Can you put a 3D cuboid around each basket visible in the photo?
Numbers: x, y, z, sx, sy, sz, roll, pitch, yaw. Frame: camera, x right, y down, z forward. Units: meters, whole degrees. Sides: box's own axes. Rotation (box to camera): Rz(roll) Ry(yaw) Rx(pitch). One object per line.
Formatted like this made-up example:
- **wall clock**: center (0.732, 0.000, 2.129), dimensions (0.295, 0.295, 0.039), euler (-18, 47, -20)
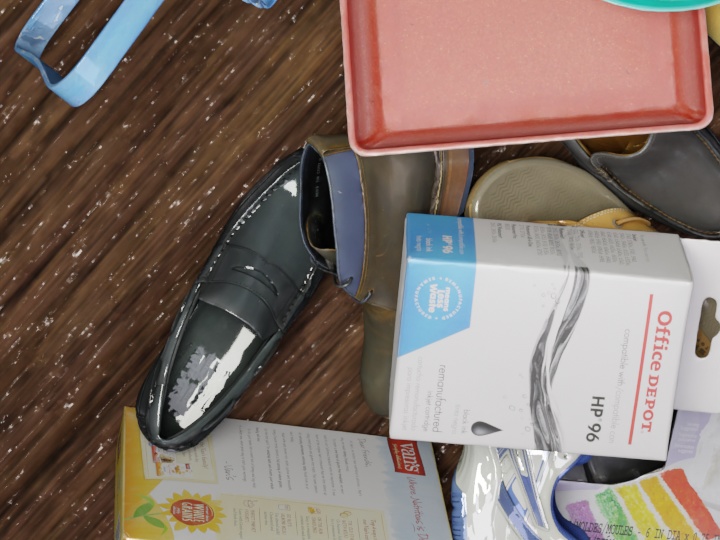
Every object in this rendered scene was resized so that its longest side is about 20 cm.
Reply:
- **basket**: center (-0.110, -0.182, 1.215), dimensions (0.139, 0.176, 0.200), euler (41, 91, -23)

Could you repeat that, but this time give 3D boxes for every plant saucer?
- **plant saucer**: center (0.088, -0.165, 1.268), dimensions (0.200, 0.037, 0.200), euler (-4, 81, 4)

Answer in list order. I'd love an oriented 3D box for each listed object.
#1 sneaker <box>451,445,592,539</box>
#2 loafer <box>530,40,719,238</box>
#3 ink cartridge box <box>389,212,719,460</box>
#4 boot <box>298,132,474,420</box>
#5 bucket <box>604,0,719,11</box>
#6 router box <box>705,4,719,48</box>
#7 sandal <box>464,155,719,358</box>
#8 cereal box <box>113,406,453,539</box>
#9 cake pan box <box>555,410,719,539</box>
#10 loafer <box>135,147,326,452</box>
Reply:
- **sneaker**: center (0.099, 0.086, 1.374), dimensions (0.088, 0.075, 0.200), euler (-1, 99, 10)
- **loafer**: center (0.156, -0.079, 1.343), dimensions (0.200, 0.072, 0.073), euler (35, 103, -19)
- **ink cartridge box**: center (0.120, 0.039, 1.286), dimensions (0.200, 0.068, 0.116), euler (4, 114, -1)
- **boot**: center (0.000, 0.000, 1.339), dimensions (0.097, 0.075, 0.200), euler (-5, 115, -31)
- **bucket**: center (0.164, -0.238, 1.184), dimensions (0.207, 0.135, 0.207), euler (-1, 82, 7)
- **router box**: center (0.260, -0.206, 1.266), dimensions (0.200, 0.052, 0.157), euler (-49, 65, 12)
- **sandal**: center (0.153, 0.001, 1.336), dimensions (0.200, 0.054, 0.080), euler (39, 77, -8)
- **cereal box**: center (-0.047, 0.144, 1.370), dimensions (0.200, 0.144, 0.040), euler (8, 117, -9)
- **cake pan box**: center (0.207, 0.094, 1.432), dimensions (0.200, 0.052, 0.184), euler (8, 108, -9)
- **loafer**: center (-0.067, 0.020, 1.345), dimensions (0.068, 0.070, 0.201), euler (31, 92, -8)
